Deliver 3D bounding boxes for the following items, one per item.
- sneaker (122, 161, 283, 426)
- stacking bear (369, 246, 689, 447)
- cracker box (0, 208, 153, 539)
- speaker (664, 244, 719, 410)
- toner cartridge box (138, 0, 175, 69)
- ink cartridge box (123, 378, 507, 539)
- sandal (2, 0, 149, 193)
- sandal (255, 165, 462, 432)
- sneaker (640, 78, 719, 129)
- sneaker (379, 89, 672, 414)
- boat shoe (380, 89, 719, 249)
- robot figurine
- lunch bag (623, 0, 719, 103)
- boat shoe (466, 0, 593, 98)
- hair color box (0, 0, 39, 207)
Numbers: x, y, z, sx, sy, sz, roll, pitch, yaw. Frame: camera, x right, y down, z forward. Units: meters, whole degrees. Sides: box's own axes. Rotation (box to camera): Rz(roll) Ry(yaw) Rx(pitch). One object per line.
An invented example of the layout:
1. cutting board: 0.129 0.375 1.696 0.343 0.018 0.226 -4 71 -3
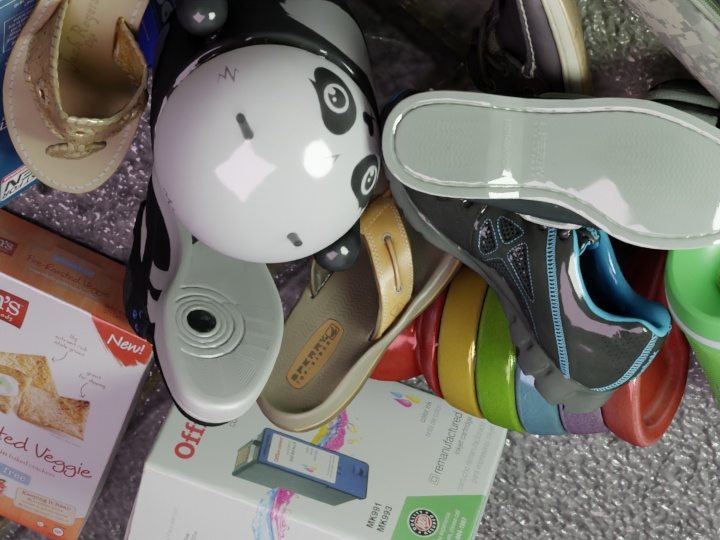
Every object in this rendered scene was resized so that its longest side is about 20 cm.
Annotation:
1. sneaker: -0.095 0.031 1.625 0.072 0.201 0.112 7 138 -15
2. stacking bear: 0.078 0.034 1.617 0.199 0.114 0.122 8 128 20
3. cracker box: -0.208 0.069 1.772 0.133 0.058 0.201 24 130 0
4. speaker: 0.220 0.036 1.518 0.088 0.089 0.200 0 155 19
5. toner cartridge box: -0.165 -0.205 1.556 0.094 0.043 0.201 -1 126 19
6. ink cartridge box: -0.026 0.132 1.698 0.199 0.146 0.088 19 130 5
7. sandal: -0.144 -0.107 1.469 0.077 0.070 0.213 14 127 -9
8. sandal: 0.000 0.000 1.577 0.080 0.201 0.054 36 -178 33
9. sneaker: 0.240 -0.037 1.536 0.199 0.076 0.116 16 145 7
10. sneaker: 0.090 -0.024 1.503 0.200 0.073 0.082 51 134 1
11. boat shoe: 0.110 -0.058 1.442 0.198 0.060 0.076 15 95 1
12. robot figurine: -0.049 -0.087 1.500 0.149 0.200 0.125 20 114 -13
13. lunch bag: 0.207 -0.158 1.406 0.200 0.140 0.167 44 146 -13
14. boat shoe: 0.088 -0.109 1.485 0.064 0.072 0.200 -9 151 6
15. hair color box: -0.216 -0.133 1.561 0.100 0.060 0.201 41 148 20
